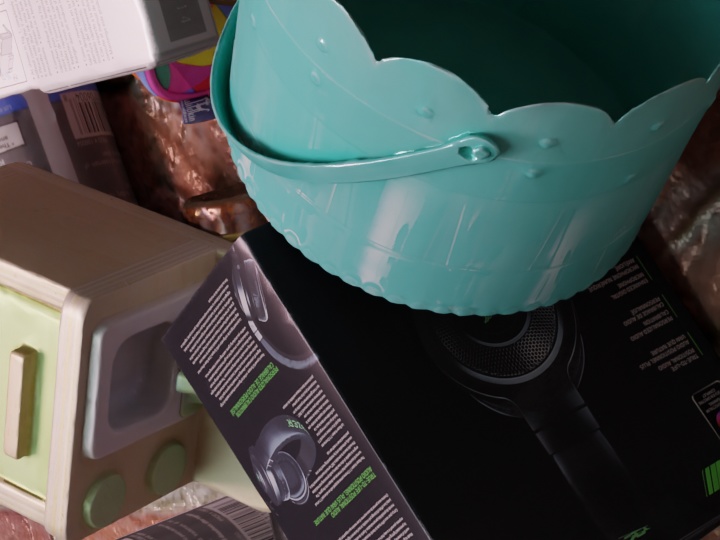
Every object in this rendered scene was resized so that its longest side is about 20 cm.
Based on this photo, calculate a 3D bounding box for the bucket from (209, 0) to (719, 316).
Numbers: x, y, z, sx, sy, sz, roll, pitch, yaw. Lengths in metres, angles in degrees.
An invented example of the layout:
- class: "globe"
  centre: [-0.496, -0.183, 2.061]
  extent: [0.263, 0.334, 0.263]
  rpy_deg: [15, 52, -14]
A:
- class: "bucket"
  centre: [0.043, -0.093, 0.836]
  extent: [0.208, 0.206, 0.135]
  rpy_deg: [52, 146, 26]

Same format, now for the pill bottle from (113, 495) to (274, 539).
- class: "pill bottle"
  centre: [-0.112, 0.197, 1.178]
  extent: [0.116, 0.199, 0.117]
  rpy_deg: [29, 127, 46]

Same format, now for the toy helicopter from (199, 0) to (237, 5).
- class: "toy helicopter"
  centre: [-0.039, -0.213, 0.973]
  extent: [0.132, 0.079, 0.201]
  rpy_deg: [21, 107, 33]

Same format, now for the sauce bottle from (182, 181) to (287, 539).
- class: "sauce bottle"
  centre: [-0.042, 0.055, 1.137]
  extent: [0.066, 0.066, 0.201]
  rpy_deg: [-1, 103, 55]

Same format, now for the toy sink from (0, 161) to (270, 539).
- class: "toy sink"
  centre: [-0.137, 0.046, 1.091]
  extent: [0.199, 0.112, 0.131]
  rpy_deg: [22, 117, 29]

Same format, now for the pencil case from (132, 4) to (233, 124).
- class: "pencil case"
  centre: [-0.123, -0.160, 1.135]
  extent: [0.200, 0.088, 0.089]
  rpy_deg: [44, 137, 36]

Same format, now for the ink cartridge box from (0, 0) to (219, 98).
- class: "ink cartridge box"
  centre: [-0.160, -0.182, 1.023]
  extent: [0.176, 0.045, 0.201]
  rpy_deg: [-7, 102, 46]

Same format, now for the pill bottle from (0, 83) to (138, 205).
- class: "pill bottle"
  centre: [-0.173, -0.006, 1.248]
  extent: [0.114, 0.113, 0.201]
  rpy_deg: [-24, 85, 56]

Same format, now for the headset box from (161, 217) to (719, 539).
- class: "headset box"
  centre: [0.051, 0.060, 0.899]
  extent: [0.201, 0.173, 0.093]
  rpy_deg: [58, 144, 12]

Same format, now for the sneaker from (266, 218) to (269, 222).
- class: "sneaker"
  centre: [0.000, 0.000, 1.030]
  extent: [0.075, 0.088, 0.201]
  rpy_deg: [-15, 77, 14]
